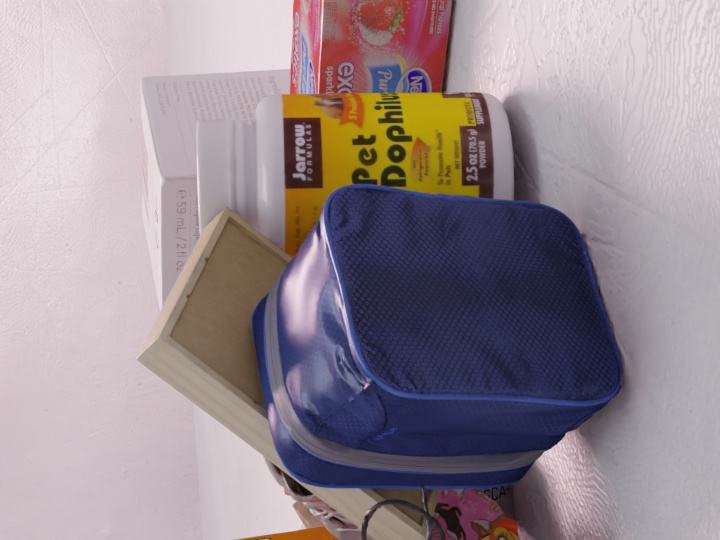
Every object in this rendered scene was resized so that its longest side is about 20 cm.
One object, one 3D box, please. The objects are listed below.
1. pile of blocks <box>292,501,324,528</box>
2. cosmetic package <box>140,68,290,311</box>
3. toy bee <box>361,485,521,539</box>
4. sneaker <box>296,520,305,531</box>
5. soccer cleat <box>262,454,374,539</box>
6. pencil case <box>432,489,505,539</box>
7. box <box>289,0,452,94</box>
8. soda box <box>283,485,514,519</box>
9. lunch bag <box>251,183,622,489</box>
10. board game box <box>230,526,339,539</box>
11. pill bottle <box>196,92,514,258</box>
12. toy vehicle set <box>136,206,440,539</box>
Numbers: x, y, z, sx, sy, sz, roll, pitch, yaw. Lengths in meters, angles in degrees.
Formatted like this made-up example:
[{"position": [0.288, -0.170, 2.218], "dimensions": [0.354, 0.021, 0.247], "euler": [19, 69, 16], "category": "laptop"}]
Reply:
[{"position": [0.026, 0.247, 1.170], "dimensions": [0.201, 0.062, 0.082], "euler": [57, 167, -16], "category": "pile of blocks"}, {"position": [-0.102, -0.077, 1.394], "dimensions": [0.166, 0.197, 0.166], "euler": [-109, 19, -47], "category": "cosmetic package"}, {"position": [0.095, 0.189, 0.844], "dimensions": [0.109, 0.130, 0.202], "euler": [-53, -56, -70], "category": "toy bee"}, {"position": [-0.011, 0.246, 1.302], "dimensions": [0.070, 0.099, 0.202], "euler": [10, 82, 46], "category": "sneaker"}, {"position": [-0.023, 0.133, 0.958], "dimensions": [0.078, 0.069, 0.201], "euler": [-87, -26, -50], "category": "soccer cleat"}, {"position": [0.017, 0.201, 0.901], "dimensions": [0.086, 0.199, 0.084], "euler": [15, 116, 31], "category": "pencil case"}, {"position": [0.005, -0.156, 1.112], "dimensions": [0.095, 0.101, 0.202], "euler": [-112, 21, -49], "category": "box"}, {"position": [0.022, 0.143, 1.078], "dimensions": [0.199, 0.063, 0.069], "euler": [6, 103, 50], "category": "soda box"}, {"position": [0.043, 0.045, 0.839], "dimensions": [0.132, 0.198, 0.137], "euler": [-49, 43, 47], "category": "lunch bag"}, {"position": [0.020, 0.309, 1.023], "dimensions": [0.200, 0.197, 0.202], "euler": [-130, 36, -66], "category": "board game box"}, {"position": [-0.006, -0.059, 0.950], "dimensions": [0.109, 0.197, 0.111], "euler": [178, 90, -85], "category": "pill bottle"}, {"position": [-0.029, 0.065, 0.884], "dimensions": [0.026, 0.199, 0.125], "euler": [-41, 17, 38], "category": "toy vehicle set"}]
